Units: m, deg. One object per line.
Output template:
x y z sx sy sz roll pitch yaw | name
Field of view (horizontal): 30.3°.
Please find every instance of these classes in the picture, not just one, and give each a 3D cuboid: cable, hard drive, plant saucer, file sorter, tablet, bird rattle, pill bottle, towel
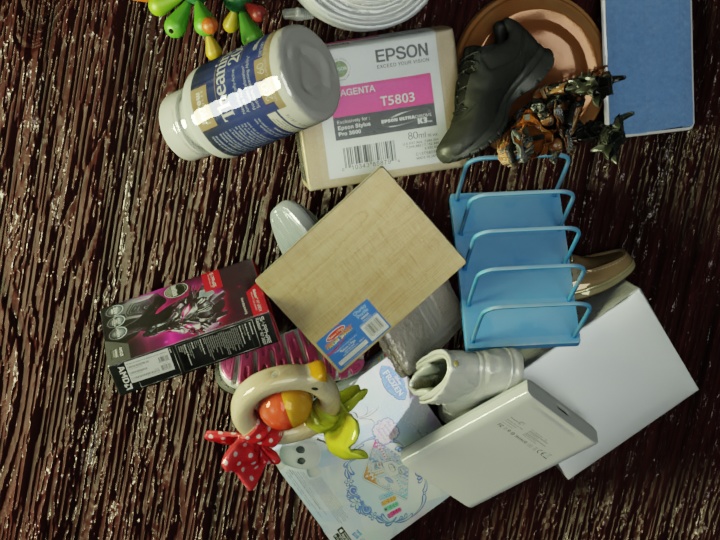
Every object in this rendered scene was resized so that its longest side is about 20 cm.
0.004 -0.379 1.540 0.197 0.069 0.203 6 100 -9 | cable
0.164 0.210 1.587 0.131 0.026 0.199 36 128 -29 | hard drive
0.210 -0.238 1.615 0.198 0.037 0.203 -2 101 -8 | plant saucer
0.187 -0.023 1.559 0.137 0.123 0.202 -3 68 -4 | file sorter
0.352 -0.267 1.631 0.129 0.014 0.203 -8 101 -20 | tablet
-0.090 0.164 1.557 0.197 0.114 0.164 -7 137 7 | bird rattle
-0.129 -0.192 1.495 0.198 0.111 0.112 -17 106 35 | pill bottle
0.044 0.017 1.604 0.133 0.034 0.201 -44 108 -37 | towel

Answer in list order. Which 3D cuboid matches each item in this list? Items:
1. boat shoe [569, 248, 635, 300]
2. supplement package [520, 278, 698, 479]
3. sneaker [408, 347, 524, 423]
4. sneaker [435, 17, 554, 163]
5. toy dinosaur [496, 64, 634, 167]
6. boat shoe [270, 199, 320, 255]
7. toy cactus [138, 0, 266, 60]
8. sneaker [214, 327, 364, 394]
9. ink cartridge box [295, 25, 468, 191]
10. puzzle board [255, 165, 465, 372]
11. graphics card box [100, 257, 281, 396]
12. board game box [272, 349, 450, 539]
0.242 0.003 1.646 0.198 0.071 0.065 -18 103 -4 | boat shoe
0.286 0.129 1.656 0.199 0.111 0.157 -34 103 -1 | supplement package
0.104 0.137 1.593 0.114 0.200 0.075 2 65 -18 | sneaker
0.138 -0.207 1.533 0.091 0.076 0.201 45 65 -18 | sneaker
0.234 -0.187 1.536 0.102 0.135 0.201 47 60 -39 | toy dinosaur
-0.034 -0.007 1.615 0.062 0.072 0.201 -44 105 -37 | boat shoe
-0.180 -0.343 1.517 0.199 0.102 0.166 32 85 -4 | toy cactus
-0.092 0.113 1.621 0.198 0.087 0.075 -7 77 -29 | sneaker
0.019 -0.192 1.576 0.197 0.075 0.167 -10 103 -6 | ink cartridge box
0.000 0.000 1.539 0.200 0.017 0.151 -41 102 8 | puzzle board
-0.202 0.064 1.562 0.198 0.126 0.051 -19 125 -3 | graphics card box
0.011 0.234 1.669 0.198 0.043 0.201 -35 103 0 | board game box
